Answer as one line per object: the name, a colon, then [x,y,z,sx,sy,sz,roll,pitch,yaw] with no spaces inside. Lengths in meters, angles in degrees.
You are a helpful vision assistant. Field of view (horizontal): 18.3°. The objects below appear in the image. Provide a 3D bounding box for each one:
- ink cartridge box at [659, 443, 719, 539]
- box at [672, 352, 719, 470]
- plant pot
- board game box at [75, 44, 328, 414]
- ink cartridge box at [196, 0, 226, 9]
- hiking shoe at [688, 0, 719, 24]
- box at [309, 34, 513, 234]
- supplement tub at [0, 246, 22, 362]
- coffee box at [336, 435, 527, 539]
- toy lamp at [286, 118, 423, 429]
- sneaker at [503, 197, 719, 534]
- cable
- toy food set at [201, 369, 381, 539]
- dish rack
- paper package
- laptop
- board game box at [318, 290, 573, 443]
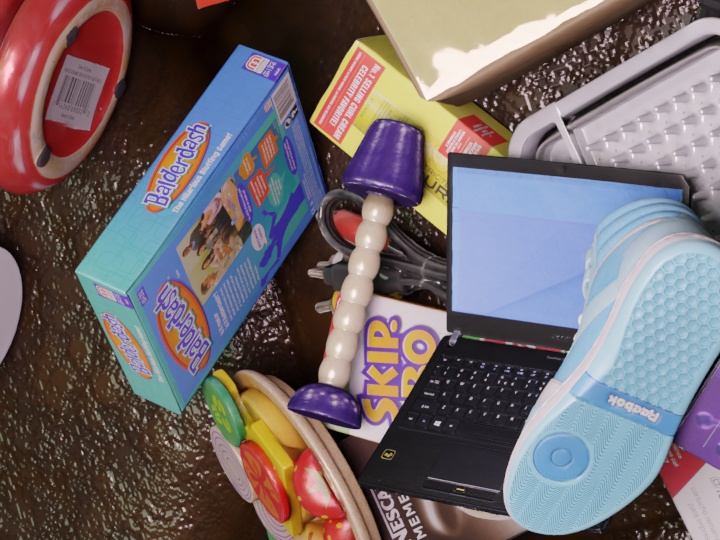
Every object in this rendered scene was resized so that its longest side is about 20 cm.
ink cartridge box: [0.286,0.093,1.375,0.199,0.083,0.148,-19,110,29]
box: [0.297,0.068,1.244,0.199,0.104,0.149,29,123,5]
plant pot: [-0.272,-0.167,1.597,0.181,0.200,0.202,20,107,16]
board game box: [-0.101,-0.026,1.495,0.045,0.153,0.201,21,62,24]
ink cartridge box: [-0.051,-0.252,1.544,0.198,0.050,0.110,-10,93,28]
hiking shoe: [0.238,-0.144,1.401,0.075,0.101,0.200,27,138,-9]
box: [0.064,-0.073,1.511,0.200,0.050,0.076,41,115,17]
supplement tub: [-0.373,0.010,1.703,0.199,0.144,0.146,19,106,24]
coffee box: [0.096,0.122,1.506,0.199,0.080,0.114,-31,81,28]
toy lamp: [0.000,0.000,1.467,0.058,0.058,0.202,10,80,26]
sneaker: [0.145,0.048,1.273,0.079,0.131,0.201,29,110,-14]
cable: [0.040,-0.005,1.522,0.199,0.050,0.098,7,106,34]
toy food set: [-0.046,0.159,1.552,0.198,0.048,0.201,49,158,35]
dish rack: [0.194,-0.046,1.365,0.199,0.043,0.173,-29,79,42]
paper package: [0.091,-0.228,1.414,0.199,0.103,0.192,-29,86,12]
laptop: [0.098,0.040,1.358,0.176,0.201,0.104,7,140,35]
board game box: [0.050,0.074,1.469,0.199,0.030,0.097,13,91,38]
